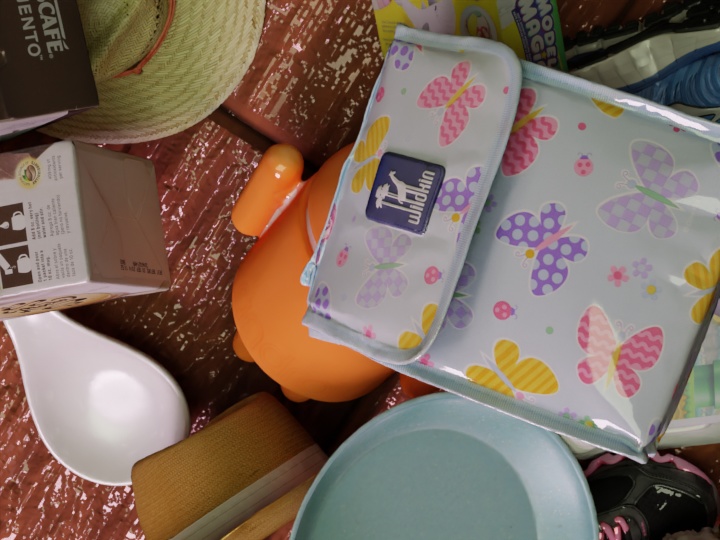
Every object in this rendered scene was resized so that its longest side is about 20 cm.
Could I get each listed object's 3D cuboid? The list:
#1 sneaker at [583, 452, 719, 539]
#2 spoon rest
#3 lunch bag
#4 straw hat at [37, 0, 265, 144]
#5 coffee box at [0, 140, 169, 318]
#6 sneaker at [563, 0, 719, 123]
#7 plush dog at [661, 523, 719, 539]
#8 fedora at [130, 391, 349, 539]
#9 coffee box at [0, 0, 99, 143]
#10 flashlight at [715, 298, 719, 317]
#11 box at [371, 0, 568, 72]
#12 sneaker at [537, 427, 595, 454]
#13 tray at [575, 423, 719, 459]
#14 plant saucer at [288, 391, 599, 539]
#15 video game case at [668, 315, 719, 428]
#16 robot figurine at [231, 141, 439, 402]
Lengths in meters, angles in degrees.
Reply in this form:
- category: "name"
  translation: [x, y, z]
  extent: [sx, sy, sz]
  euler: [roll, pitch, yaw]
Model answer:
- category: "sneaker"
  translation: [0.125, 0.170, 1.090]
  extent: [0.199, 0.096, 0.079]
  euler: [-10, 115, 10]
- category: "spoon rest"
  translation: [-0.182, 0.050, 1.102]
  extent: [0.099, 0.061, 0.201]
  euler: [-27, 104, 15]
- category: "lunch bag"
  translation: [0.080, -0.015, 0.872]
  extent: [0.199, 0.127, 0.170]
  euler: [22, 91, 14]
- category: "straw hat"
  translation: [-0.158, -0.148, 1.009]
  extent: [0.200, 0.085, 0.202]
  euler: [2, 111, 5]
- category: "coffee box"
  translation: [-0.225, -0.013, 0.998]
  extent: [0.199, 0.113, 0.080]
  euler: [-10, 85, 15]
- category: "sneaker"
  translation: [0.194, -0.107, 1.001]
  extent: [0.199, 0.079, 0.089]
  euler: [-16, 115, 20]
- category: "plush dog"
  translation: [0.226, 0.229, 1.061]
  extent: [0.200, 0.161, 0.172]
  euler: [-37, 111, 18]
- category: "fedora"
  translation: [-0.081, 0.130, 1.064]
  extent: [0.200, 0.201, 0.082]
  euler: [-34, 84, 17]
- category: "coffee box"
  translation: [-0.229, -0.122, 0.960]
  extent: [0.080, 0.200, 0.114]
  euler: [-13, 93, -34]
- category: "flashlight"
  translation: [0.267, 0.030, 1.011]
  extent: [0.199, 0.068, 0.068]
  euler: [23, 100, -13]
- category: "box"
  translation: [0.053, -0.162, 0.971]
  extent: [0.048, 0.117, 0.201]
  euler: [-26, 114, -31]
- category: "sneaker"
  translation: [0.138, 0.023, 0.978]
  extent: [0.070, 0.080, 0.201]
  euler: [-9, 121, -28]
- category: "tray"
  translation: [0.168, 0.024, 1.073]
  extent: [0.107, 0.022, 0.201]
  euler: [-8, 109, 10]
- category: "plant saucer"
  translation: [0.042, 0.166, 1.002]
  extent: [0.199, 0.036, 0.201]
  euler: [-2, 95, -24]
- category: "video game case"
  translation: [0.215, 0.023, 1.049]
  extent: [0.199, 0.017, 0.144]
  euler: [-6, 108, -3]
- category: "robot figurine"
  translation: [0.002, 0.001, 1.014]
  extent: [0.200, 0.116, 0.144]
  euler: [-46, 57, 47]
